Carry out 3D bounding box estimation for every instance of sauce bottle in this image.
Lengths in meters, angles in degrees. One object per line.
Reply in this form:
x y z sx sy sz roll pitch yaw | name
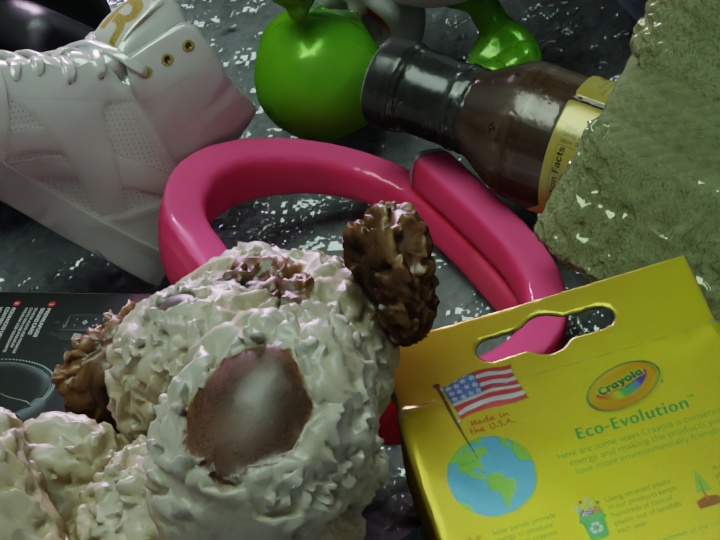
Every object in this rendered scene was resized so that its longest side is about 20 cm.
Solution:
0.096 -0.050 0.881 0.200 0.065 0.065 23 57 22 | sauce bottle

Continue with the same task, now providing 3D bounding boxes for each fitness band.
0.000 0.000 0.873 0.143 0.038 0.200 -12 38 -27 | fitness band

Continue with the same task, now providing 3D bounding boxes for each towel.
0.172 -0.020 0.790 0.200 0.036 0.149 32 106 23 | towel

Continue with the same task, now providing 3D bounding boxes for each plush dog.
-0.042 0.059 0.726 0.200 0.161 0.172 -16 37 33 | plush dog

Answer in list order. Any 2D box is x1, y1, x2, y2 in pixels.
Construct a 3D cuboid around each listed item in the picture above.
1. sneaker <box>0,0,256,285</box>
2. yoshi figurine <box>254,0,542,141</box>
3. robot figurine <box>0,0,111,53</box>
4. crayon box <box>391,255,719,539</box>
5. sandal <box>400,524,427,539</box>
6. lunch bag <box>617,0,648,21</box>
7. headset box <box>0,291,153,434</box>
-0.133 -0.084 0.904 0.074 0.200 0.116 35 93 47 | sneaker
0.019 -0.122 0.948 0.112 0.200 0.113 -18 75 -46 | yoshi figurine
-0.199 -0.108 1.023 0.150 0.125 0.200 -40 42 -27 | robot figurine
0.092 0.099 0.735 0.127 0.051 0.200 -15 54 -4 | crayon box
-0.001 0.144 0.771 0.200 0.043 0.076 -23 51 -12 | sandal
0.191 -0.182 0.963 0.169 0.127 0.200 -24 30 -5 | lunch bag
-0.156 0.085 0.853 0.199 0.077 0.149 1 48 20 | headset box
